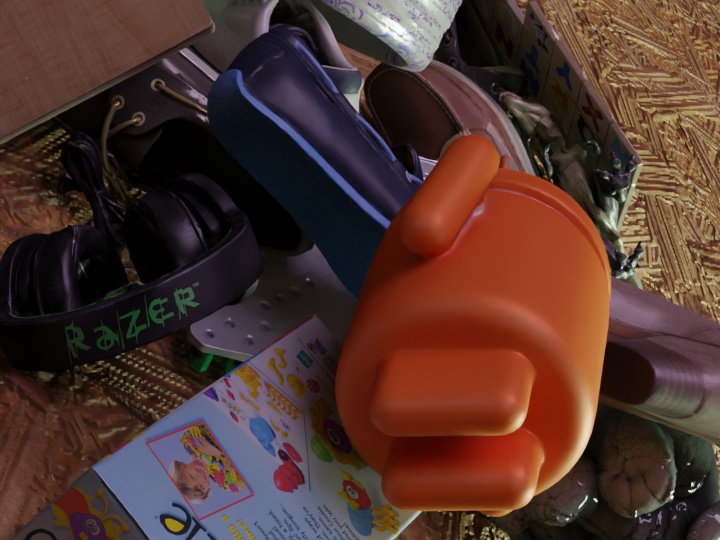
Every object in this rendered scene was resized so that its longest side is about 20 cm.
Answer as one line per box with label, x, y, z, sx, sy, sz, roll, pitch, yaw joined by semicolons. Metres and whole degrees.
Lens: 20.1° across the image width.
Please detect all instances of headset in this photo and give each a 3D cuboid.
headset;-0.115;-0.012;0.951;0.200;0.123;0.094;-128;-162;-77

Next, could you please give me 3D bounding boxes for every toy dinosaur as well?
toy dinosaur;0.154;-0.033;1.310;0.200;0.047;0.088;65;-11;-6

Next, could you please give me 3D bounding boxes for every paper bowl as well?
paper bowl;-0.026;-0.210;1.217;0.200;0.105;0.201;27;0;0

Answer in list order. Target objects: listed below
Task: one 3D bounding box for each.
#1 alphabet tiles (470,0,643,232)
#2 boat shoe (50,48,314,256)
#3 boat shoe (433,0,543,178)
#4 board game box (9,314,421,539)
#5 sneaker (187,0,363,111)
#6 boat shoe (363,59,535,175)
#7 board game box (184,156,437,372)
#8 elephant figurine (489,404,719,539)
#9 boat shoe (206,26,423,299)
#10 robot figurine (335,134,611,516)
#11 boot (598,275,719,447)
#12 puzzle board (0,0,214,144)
alphabet tiles;0.125;-0.118;1.383;0.200;0.008;0.167;58;-11;18
boat shoe;-0.103;-0.074;1.059;0.201;0.072;0.060;28;37;-6
boat shoe;0.081;-0.117;1.374;0.072;0.066;0.201;7;50;-52
board game box;-0.063;0.115;0.880;0.105;0.103;0.200;51;29;3
sneaker;-0.051;-0.128;1.159;0.073;0.071;0.200;2;30;-37
boat shoe;0.068;-0.052;1.278;0.200;0.076;0.072;51;32;8
board game box;0.000;0.000;1.115;0.200;0.026;0.200;14;40;-16
elephant figurine;0.169;0.174;1.110;0.200;0.155;0.142;55;1;-3
boat shoe;0.011;-0.041;1.023;0.200;0.084;0.069;51;52;-30
robot figurine;0.054;0.026;0.917;0.144;0.117;0.200;43;29;-14
boot;0.151;0.040;1.082;0.146;0.070;0.200;10;20;-41
puzzle board;-0.185;-0.165;1.035;0.200;0.150;0.017;59;-7;19
